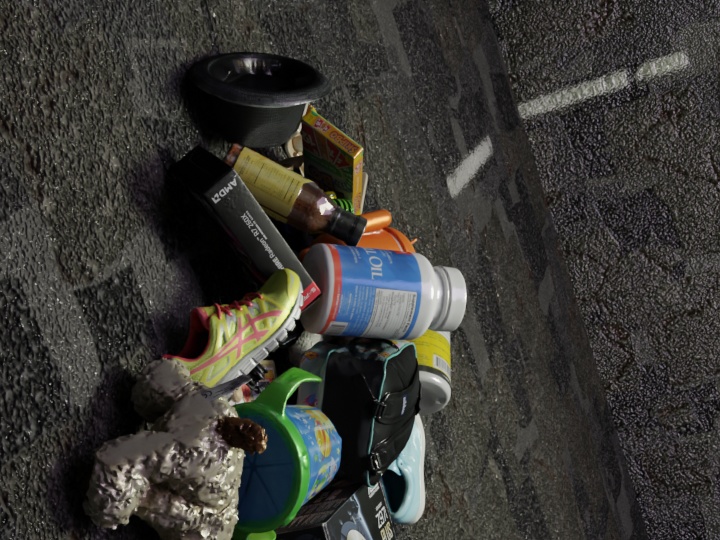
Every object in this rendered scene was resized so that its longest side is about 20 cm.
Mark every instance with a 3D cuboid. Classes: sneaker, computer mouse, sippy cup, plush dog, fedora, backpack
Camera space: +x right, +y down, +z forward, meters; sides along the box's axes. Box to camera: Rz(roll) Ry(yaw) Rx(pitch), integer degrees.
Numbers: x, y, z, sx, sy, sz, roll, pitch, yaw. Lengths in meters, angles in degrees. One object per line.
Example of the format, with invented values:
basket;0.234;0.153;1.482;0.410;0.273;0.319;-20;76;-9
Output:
sneaker;0.055;0.275;1.613;0.082;0.073;0.204;28;49;-66
computer mouse;-0.104;0.084;1.339;0.142;0.046;0.199;66;19;14
sippy cup;-0.089;0.205;1.187;0.141;0.177;0.130;57;25;14
plush dog;-0.162;0.207;1.053;0.201;0.157;0.174;-73;165;-54
fedora;-0.131;-0.215;1.401;0.201;0.197;0.093;-57;159;-62
backpack;0.000;0.169;1.407;0.199;0.151;0.179;-20;117;-63
sneaker;-0.140;0.062;1.182;0.091;0.078;0.201;50;63;-21

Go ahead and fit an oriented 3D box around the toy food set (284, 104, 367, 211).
toy food set;-0.046;-0.179;1.673;0.145;0.060;0.201;-80;148;-47

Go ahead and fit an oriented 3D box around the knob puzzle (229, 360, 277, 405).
knob puzzle;-0.121;0.205;1.277;0.219;0.030;0.224;-15;90;-69

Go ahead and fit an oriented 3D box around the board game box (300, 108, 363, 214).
board game box;-0.040;-0.139;1.521;0.095;0.030;0.201;38;-18;16

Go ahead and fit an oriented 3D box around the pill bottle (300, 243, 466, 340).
pill bottle;0.028;0.029;1.362;0.197;0.112;0.114;5;65;-23

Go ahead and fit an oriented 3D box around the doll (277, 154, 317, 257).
doll;-0.081;-0.052;1.521;0.137;0.048;0.203;-48;125;-59

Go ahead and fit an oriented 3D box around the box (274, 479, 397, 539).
box;-0.023;0.363;1.343;0.200;0.085;0.167;-23;97;-68

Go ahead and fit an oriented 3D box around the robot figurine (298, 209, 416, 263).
robot figurine;-0.001;0.001;1.488;0.198;0.116;0.146;-9;83;-44

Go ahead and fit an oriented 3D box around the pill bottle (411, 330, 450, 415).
pill bottle;0.090;0.120;1.745;0.115;0.113;0.202;53;30;-44

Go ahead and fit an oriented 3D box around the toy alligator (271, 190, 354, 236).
toy alligator;-0.054;-0.081;1.466;0.199;0.053;0.060;-3;82;-66

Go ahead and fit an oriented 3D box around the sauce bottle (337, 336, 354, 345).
sauce bottle;0.000;0.091;1.589;0.067;0.065;0.200;68;24;-16

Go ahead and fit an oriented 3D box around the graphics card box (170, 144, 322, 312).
graphics card box;-0.135;-0.047;1.275;0.201;0.051;0.125;57;-11;-32

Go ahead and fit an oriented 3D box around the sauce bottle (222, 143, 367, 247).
sauce bottle;-0.086;-0.089;1.362;0.198;0.066;0.066;28;35;-7
